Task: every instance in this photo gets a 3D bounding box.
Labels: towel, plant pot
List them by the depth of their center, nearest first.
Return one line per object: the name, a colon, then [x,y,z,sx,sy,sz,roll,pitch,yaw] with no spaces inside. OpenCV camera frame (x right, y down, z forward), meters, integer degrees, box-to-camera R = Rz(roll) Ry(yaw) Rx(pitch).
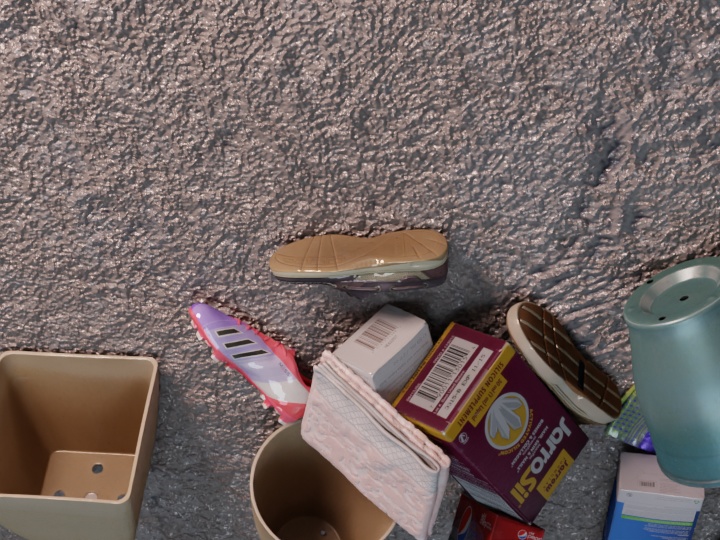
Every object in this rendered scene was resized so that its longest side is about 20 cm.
plant pot: [0.378,0.097,1.700,0.199,0.200,0.189,-19,112,23]
towel: [0.014,0.205,1.807,0.200,0.032,0.192,41,152,19]
towel: [0.403,0.184,1.876,0.199,0.023,0.144,25,131,-13]
plant pot: [-0.344,0.234,1.928,0.198,0.201,0.178,2,143,7]
plant pot: [-0.055,0.310,1.967,0.186,0.188,0.200,12,146,-3]

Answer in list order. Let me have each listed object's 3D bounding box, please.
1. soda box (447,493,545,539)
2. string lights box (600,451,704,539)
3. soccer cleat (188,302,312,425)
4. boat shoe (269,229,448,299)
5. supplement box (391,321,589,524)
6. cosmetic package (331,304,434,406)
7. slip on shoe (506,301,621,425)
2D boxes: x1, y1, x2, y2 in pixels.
soda box: [0.162,0.323,1.924,0.063,0.200,0.071,18,87,-8]
string lights box: [0.357,0.310,1.954,0.102,0.059,0.201,7,138,4]
soccer cleat: [-0.121,0.097,1.860,0.076,0.067,0.200,-41,113,2]
boat shoe: [0.000,0.000,1.743,0.198,0.072,0.065,-6,125,6]
supplement box: [0.148,0.175,1.802,0.103,0.131,0.200,19,158,50]
cosmetic package: [0.043,0.150,1.835,0.074,0.102,0.201,24,145,41]
slip on shoe: [0.221,0.112,1.812,0.060,0.076,0.200,-22,132,37]
